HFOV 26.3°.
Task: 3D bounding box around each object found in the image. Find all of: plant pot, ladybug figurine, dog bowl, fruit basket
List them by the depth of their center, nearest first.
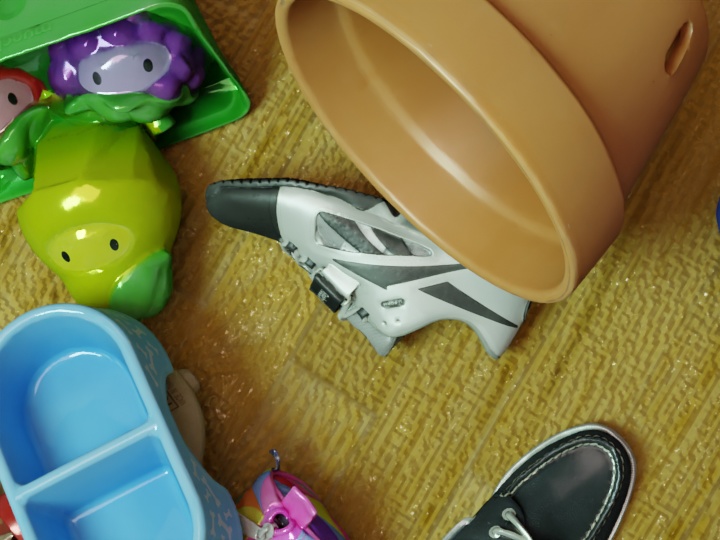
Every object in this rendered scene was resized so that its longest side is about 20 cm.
[{"bbox_3d":[0.075,-0.104,0.756,0.200,0.200,0.140,43,77,11],"label":"plant pot"},{"bbox_3d":[-0.140,0.106,0.826,0.111,0.050,0.201,-27,72,-1],"label":"dog bowl"},{"bbox_3d":[-0.168,0.130,0.889,0.200,0.072,0.136,-38,68,-4],"label":"ladybug figurine"},{"bbox_3d":[-0.167,-0.076,0.889,0.214,0.156,0.217,-6,67,14],"label":"fruit basket"}]

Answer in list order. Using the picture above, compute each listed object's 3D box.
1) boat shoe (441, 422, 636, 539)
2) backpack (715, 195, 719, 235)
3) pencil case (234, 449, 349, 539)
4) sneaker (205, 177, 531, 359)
[{"bbox_3d":[0.079,0.168,0.855,0.075,0.060,0.200,38,93,11],"label":"boat shoe"},{"bbox_3d":[0.282,0.012,0.786,0.167,0.162,0.201,-21,94,17],"label":"backpack"},{"bbox_3d":[-0.091,0.196,0.874,0.200,0.088,0.088,-43,79,5],"label":"pencil case"},{"bbox_3d":[0.000,0.000,0.877,0.198,0.074,0.089,14,90,8],"label":"sneaker"}]
